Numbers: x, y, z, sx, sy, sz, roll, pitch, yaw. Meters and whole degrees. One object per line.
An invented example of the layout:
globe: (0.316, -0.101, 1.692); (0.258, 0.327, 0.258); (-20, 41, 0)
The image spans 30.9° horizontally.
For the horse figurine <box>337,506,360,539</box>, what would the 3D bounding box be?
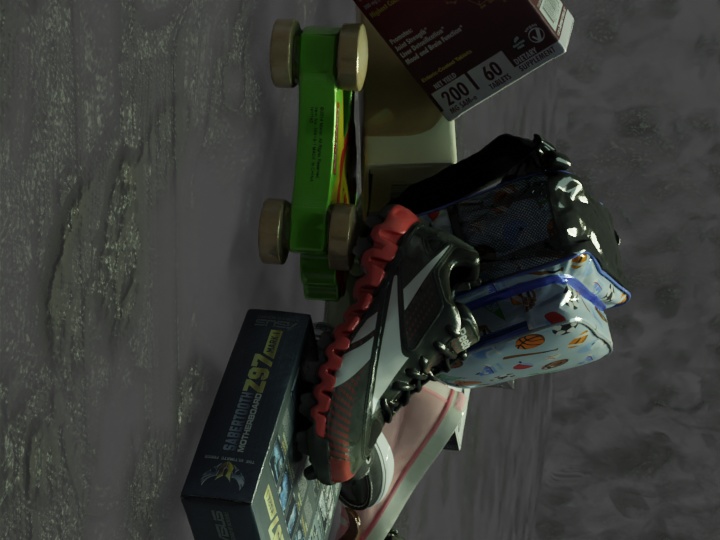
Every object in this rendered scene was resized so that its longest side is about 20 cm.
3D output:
horse figurine: (-0.016, 0.297, 1.053); (0.050, 0.133, 0.200); (33, 37, -29)

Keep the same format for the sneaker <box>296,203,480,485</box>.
sneaker: (0.025, 0.055, 0.876); (0.071, 0.098, 0.201); (70, 39, -67)

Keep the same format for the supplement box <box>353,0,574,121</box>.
supplement box: (0.050, -0.217, 0.921); (0.200, 0.109, 0.061); (49, 33, -18)

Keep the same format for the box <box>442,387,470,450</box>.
box: (0.084, 0.110, 1.485); (0.200, 0.060, 0.117); (74, 24, -57)

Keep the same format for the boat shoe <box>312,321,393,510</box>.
boat shoe: (-0.021, 0.133, 1.033); (0.066, 0.070, 0.200); (-62, 154, -43)

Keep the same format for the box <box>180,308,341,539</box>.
box: (-0.061, 0.150, 0.892); (0.200, 0.051, 0.158); (81, 17, -45)

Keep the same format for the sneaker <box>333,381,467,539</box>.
sneaker: (0.003, 0.168, 1.162); (0.200, 0.105, 0.075); (-59, -175, 19)

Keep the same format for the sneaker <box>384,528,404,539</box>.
sneaker: (0.025, 0.292, 1.265); (0.200, 0.076, 0.091); (74, -6, -62)

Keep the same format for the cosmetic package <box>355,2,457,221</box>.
cosmetic package: (0.034, -0.149, 1.051); (0.105, 0.071, 0.200); (92, -4, -65)

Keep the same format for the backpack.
backpack: (0.099, 0.010, 1.001); (0.200, 0.190, 0.154); (38, 46, -59)

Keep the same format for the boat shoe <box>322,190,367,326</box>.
boat shoe: (0.000, 0.000, 1.107); (0.062, 0.072, 0.200); (53, 34, -26)

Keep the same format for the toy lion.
toy lion: (-0.025, -0.076, 0.974); (0.192, 0.069, 0.200); (-22, 116, -83)

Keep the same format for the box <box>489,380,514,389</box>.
box: (0.064, 0.080, 1.209); (0.200, 0.143, 0.036); (49, 46, -73)
